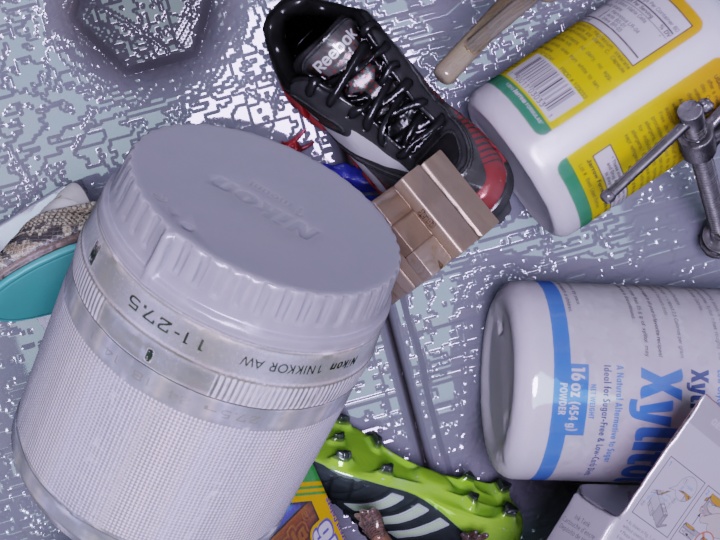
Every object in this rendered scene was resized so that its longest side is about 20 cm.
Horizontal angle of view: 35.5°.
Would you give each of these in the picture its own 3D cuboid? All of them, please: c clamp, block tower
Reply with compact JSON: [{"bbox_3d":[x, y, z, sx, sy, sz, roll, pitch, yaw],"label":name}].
[{"bbox_3d":[0.241,-0.067,0.720,0.171,0.200,0.027,-43,54,6],"label":"c clamp"},{"bbox_3d":[0.000,0.000,0.686,0.054,0.200,0.058,-38,88,-34],"label":"block tower"}]

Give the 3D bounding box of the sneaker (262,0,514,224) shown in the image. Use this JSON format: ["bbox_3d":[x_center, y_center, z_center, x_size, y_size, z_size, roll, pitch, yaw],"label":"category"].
[{"bbox_3d":[0.009,-0.099,0.678,0.071,0.098,0.200,-45,65,-1],"label":"sneaker"}]

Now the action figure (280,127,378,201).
[{"bbox_3d":[-0.043,-0.051,0.739,0.199,0.066,0.052,-12,142,-2],"label":"action figure"}]

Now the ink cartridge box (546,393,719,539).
[{"bbox_3d":[0.201,0.187,0.679,0.200,0.045,0.176,37,84,-28],"label":"ink cartridge box"}]

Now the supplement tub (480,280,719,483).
[{"bbox_3d":[0.187,0.074,0.740,0.199,0.132,0.132,2,98,-4],"label":"supplement tub"}]

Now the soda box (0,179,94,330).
[{"bbox_3d":[-0.160,0.042,0.739,0.064,0.068,0.200,-32,99,-1],"label":"soda box"}]

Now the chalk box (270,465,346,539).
[{"bbox_3d":[-0.108,0.212,0.688,0.125,0.200,0.124,-16,101,35],"label":"chalk box"}]

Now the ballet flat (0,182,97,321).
[{"bbox_3d":[-0.136,-0.028,0.674,0.199,0.068,0.075,-17,59,-16],"label":"ballet flat"}]

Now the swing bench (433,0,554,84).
[{"bbox_3d":[0.062,-0.259,0.650,0.199,0.130,0.200,43,65,-9],"label":"swing bench"}]

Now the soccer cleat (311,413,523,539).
[{"bbox_3d":[0.015,0.159,0.775,0.199,0.068,0.081,23,111,-6],"label":"soccer cleat"}]

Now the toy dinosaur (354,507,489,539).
[{"bbox_3d":[0.045,0.239,0.711,0.086,0.136,0.200,-5,138,8],"label":"toy dinosaur"}]

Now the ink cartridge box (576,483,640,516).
[{"bbox_3d":[0.228,0.232,0.762,0.173,0.044,0.201,1,123,5],"label":"ink cartridge box"}]

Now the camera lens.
[{"bbox_3d":[-0.084,0.045,0.594,0.160,0.160,0.200,24,118,-7],"label":"camera lens"}]

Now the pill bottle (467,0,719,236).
[{"bbox_3d":[0.179,-0.119,0.721,0.200,0.113,0.113,-34,99,1],"label":"pill bottle"}]
